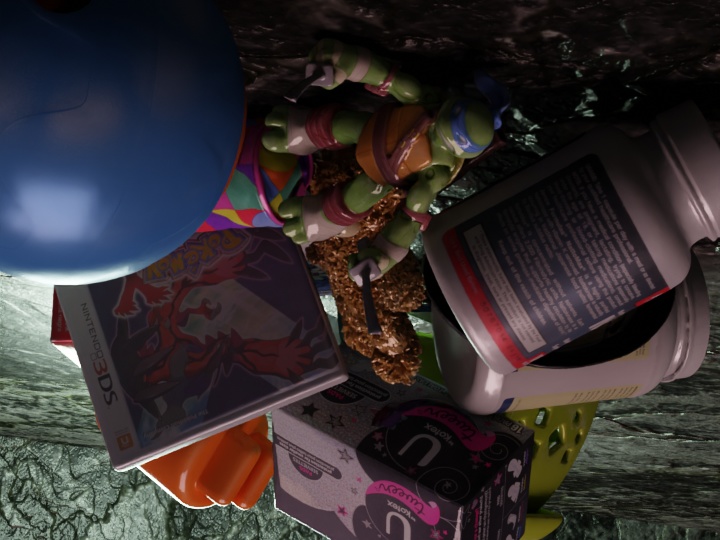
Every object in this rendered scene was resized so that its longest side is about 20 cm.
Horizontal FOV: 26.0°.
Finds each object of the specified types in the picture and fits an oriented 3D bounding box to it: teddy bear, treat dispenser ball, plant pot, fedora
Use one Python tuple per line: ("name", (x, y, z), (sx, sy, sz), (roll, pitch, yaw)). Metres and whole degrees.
("teddy bear", (0.000, 0.000, 1.208), (0.066, 0.145, 0.201), (-19, 142, -15))
("treat dispenser ball", (-0.163, -0.093, 0.872), (0.199, 0.202, 0.201), (6, 166, 2))
("plant pot", (0.093, 0.159, 1.507), (0.199, 0.183, 0.198), (12, -179, 41))
("fedora", (0.148, -0.019, 1.170), (0.199, 0.201, 0.092), (7, 132, -2))

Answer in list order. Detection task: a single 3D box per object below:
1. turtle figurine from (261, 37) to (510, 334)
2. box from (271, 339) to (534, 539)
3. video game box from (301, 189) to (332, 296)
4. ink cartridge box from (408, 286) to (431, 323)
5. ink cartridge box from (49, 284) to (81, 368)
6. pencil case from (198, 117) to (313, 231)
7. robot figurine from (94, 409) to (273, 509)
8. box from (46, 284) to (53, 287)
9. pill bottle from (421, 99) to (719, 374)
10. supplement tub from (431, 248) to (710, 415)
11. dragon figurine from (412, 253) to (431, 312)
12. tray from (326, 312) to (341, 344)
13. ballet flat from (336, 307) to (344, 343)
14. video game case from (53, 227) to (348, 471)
("turtle figurine", (-0.016, -0.070, 1.027), (0.144, 0.200, 0.194), (49, 154, -17))
("box", (0.032, 0.170, 1.329), (0.199, 0.115, 0.133), (24, 134, 27))
("video game box", (-0.106, -0.014, 1.383), (0.199, 0.047, 0.182), (-7, 159, 20))
("ink cartridge box", (0.156, 0.032, 1.520), (0.199, 0.048, 0.145), (-5, 162, 37))
("ink cartridge box", (-0.147, 0.038, 1.334), (0.199, 0.083, 0.147), (-2, 162, 7))
("pencil case", (-0.134, -0.069, 1.192), (0.199, 0.089, 0.088), (-2, 163, 33))
("robot figurine", (-0.166, 0.142, 1.450), (0.200, 0.117, 0.144), (33, -137, 29))
("box", (-0.243, -0.018, 1.431), (0.049, 0.083, 0.200), (-6, 162, 33))
("pill bottle", (0.152, -0.026, 1.042), (0.199, 0.120, 0.120), (-28, 156, 11))
("supplement tub", (0.171, 0.038, 1.290), (0.199, 0.146, 0.145), (-5, 169, -15))
("dragon figurine", (0.102, 0.024, 1.401), (0.199, 0.059, 0.099), (-29, 132, 23))
("tray", (-0.107, 0.061, 1.489), (0.199, 0.108, 0.022), (27, 175, 18))
("ballet flat", (0.014, 0.006, 1.345), (0.069, 0.070, 0.201), (5, 141, 6))
("video game case", (-0.131, 0.039, 1.242), (0.199, 0.183, 0.023), (-22, 164, 3))
